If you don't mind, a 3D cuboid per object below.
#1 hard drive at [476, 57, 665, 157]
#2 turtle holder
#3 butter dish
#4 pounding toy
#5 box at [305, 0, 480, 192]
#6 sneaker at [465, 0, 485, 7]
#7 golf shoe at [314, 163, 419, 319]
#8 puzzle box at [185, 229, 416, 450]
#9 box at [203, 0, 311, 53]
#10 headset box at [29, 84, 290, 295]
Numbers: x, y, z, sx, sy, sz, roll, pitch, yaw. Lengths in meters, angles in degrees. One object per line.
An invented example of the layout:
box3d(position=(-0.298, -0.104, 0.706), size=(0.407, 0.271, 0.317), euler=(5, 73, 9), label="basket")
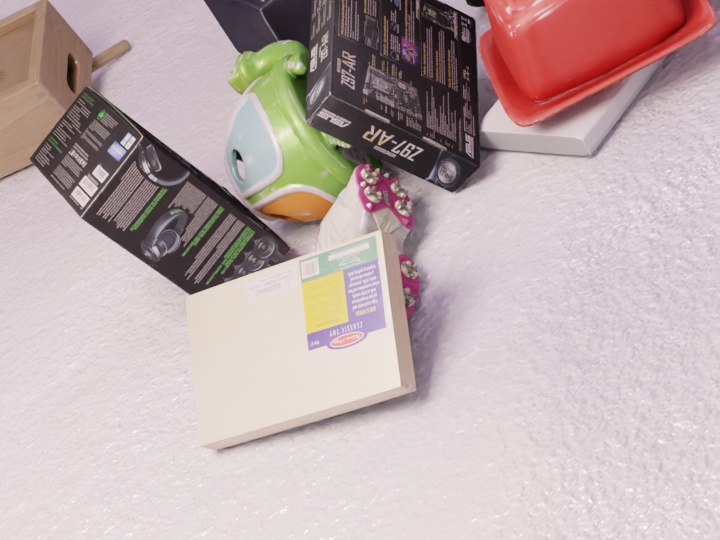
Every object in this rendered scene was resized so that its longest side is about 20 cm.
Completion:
box3d(position=(0.206, -0.181, 1.531), size=(0.132, 0.027, 0.200), euler=(9, 50, 47), label="hard drive")
box3d(position=(-0.066, -0.130, 1.559), size=(0.132, 0.186, 0.141), euler=(-38, -3, 22), label="turtle holder")
box3d(position=(0.182, -0.252, 1.485), size=(0.200, 0.148, 0.200), euler=(-28, 31, 9), label="butter dish")
box3d(position=(-0.391, -0.219, 2.021), size=(0.184, 0.142, 0.200), euler=(-22, 44, 17), label="pounding toy")
box3d(position=(0.031, -0.183, 1.529), size=(0.044, 0.160, 0.200), euler=(-45, 32, 40), label="box")
box3d(position=(0.189, -0.311, 1.677), size=(0.200, 0.080, 0.086), euler=(-25, 43, 22), label="sneaker")
box3d(position=(0.000, 0.000, 1.444), size=(0.092, 0.075, 0.200), euler=(-42, 27, 32), label="golf shoe")
box3d(position=(-0.051, 0.059, 1.363), size=(0.200, 0.025, 0.133), euler=(-18, 67, 28), label="puzzle box")
box3d(position=(-0.049, -0.319, 1.852), size=(0.200, 0.118, 0.197), euler=(-41, 33, -10), label="box")
box3d(position=(-0.180, -0.058, 1.549), size=(0.093, 0.200, 0.174), euler=(-51, 33, 1), label="headset box")
